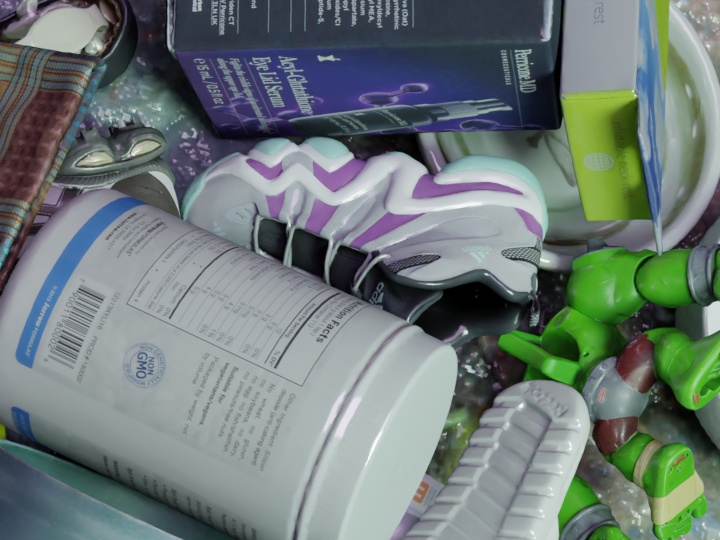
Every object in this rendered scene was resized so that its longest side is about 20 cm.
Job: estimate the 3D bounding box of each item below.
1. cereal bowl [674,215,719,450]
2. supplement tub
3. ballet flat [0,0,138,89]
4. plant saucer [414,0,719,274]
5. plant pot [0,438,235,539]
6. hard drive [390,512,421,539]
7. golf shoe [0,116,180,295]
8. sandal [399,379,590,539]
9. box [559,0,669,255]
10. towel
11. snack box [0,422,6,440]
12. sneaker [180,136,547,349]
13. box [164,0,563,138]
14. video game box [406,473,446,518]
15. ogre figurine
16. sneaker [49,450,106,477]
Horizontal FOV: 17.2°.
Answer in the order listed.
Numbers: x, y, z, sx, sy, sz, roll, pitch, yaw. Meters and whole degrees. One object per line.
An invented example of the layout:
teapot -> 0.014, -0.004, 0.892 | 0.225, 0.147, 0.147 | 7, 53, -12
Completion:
cereal bowl -> 0.268, 0.044, 1.393 | 0.200, 0.083, 0.200 | 5, 75, -19
supplement tub -> -0.069, 0.054, 1.150 | 0.200, 0.132, 0.132 | 25, 66, 14
ballet flat -> -0.202, -0.100, 1.259 | 0.200, 0.073, 0.073 | -30, 88, -25
plant saucer -> 0.115, -0.090, 1.387 | 0.200, 0.050, 0.200 | 5, 75, -20
plant pot -> -0.108, 0.179, 1.111 | 0.200, 0.200, 0.134 | 25, 87, -13
hard drive -> 0.025, 0.198, 1.242 | 0.200, 0.025, 0.132 | 25, 68, -10
golf shoe -> -0.182, -0.011, 1.239 | 0.200, 0.078, 0.095 | -19, 86, -21
sandal -> 0.065, 0.147, 1.227 | 0.203, 0.082, 0.050 | -54, 138, -22
box -> 0.140, -0.122, 1.291 | 0.048, 0.122, 0.200 | -2, 58, 13
towel -> -0.237, -0.059, 1.188 | 0.200, 0.022, 0.147 | 9, 65, 29
snack box -> -0.257, 0.168, 1.167 | 0.169, 0.068, 0.200 | 1, 75, -22
sneaker -> 0.000, 0.000, 1.258 | 0.200, 0.078, 0.140 | -1, 45, 4
box -> 0.008, -0.143, 1.270 | 0.200, 0.148, 0.104 | -1, 75, 8
video game box -> 0.053, 0.233, 1.282 | 0.182, 0.047, 0.200 | 30, 67, -8
ogre figurine -> 0.143, 0.063, 1.303 | 0.098, 0.120, 0.200 | -10, 120, -45
sneaker -> -0.078, 0.078, 1.247 | 0.200, 0.090, 0.067 | -23, 84, -24
